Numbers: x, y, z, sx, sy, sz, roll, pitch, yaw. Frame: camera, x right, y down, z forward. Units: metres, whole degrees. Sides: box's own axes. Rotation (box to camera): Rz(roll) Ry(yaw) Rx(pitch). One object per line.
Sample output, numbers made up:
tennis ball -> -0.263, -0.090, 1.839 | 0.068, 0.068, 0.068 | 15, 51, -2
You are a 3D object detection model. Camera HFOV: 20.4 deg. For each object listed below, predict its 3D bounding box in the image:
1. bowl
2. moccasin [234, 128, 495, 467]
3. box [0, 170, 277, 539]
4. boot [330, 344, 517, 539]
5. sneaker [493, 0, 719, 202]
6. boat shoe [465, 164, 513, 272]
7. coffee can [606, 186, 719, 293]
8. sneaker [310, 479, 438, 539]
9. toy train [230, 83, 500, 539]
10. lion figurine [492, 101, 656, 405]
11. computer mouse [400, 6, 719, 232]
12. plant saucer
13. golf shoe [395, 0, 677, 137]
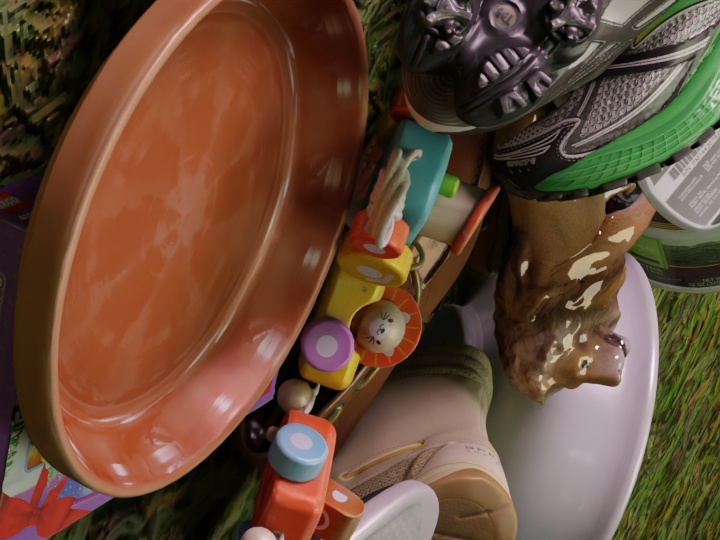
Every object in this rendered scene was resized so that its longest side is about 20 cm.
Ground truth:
bowl -> 0.079, 0.076, 1.098 | 0.201, 0.090, 0.202 | -165, -90, -74
moccasin -> -0.001, -0.001, 0.923 | 0.202, 0.073, 0.078 | -56, 168, 2
box -> -0.087, 0.016, 0.779 | 0.200, 0.039, 0.138 | -29, 137, -57
boot -> -0.017, 0.121, 0.985 | 0.199, 0.073, 0.156 | -33, -158, 15
sneaker -> 0.124, -0.106, 0.804 | 0.200, 0.085, 0.078 | -45, -167, -3
boat shoe -> 0.082, -0.097, 1.004 | 0.072, 0.068, 0.201 | -1, 113, -64
coffee can -> 0.186, -0.087, 1.146 | 0.147, 0.146, 0.200 | -61, 158, -11
sneaker -> -0.062, 0.143, 0.871 | 0.200, 0.099, 0.071 | -41, 139, -16
toy train -> 0.006, 0.028, 0.809 | 0.151, 0.055, 0.201 | -80, -169, -58
lion figurine -> 0.095, -0.038, 0.945 | 0.122, 0.072, 0.201 | -41, 131, -24
computer mouse -> 0.109, -0.089, 0.864 | 0.110, 0.044, 0.200 | -49, 126, -4
plant saucer -> -0.060, -0.018, 0.712 | 0.200, 0.032, 0.201 | -49, 152, -38
golf shoe -> 0.089, -0.121, 0.741 | 0.200, 0.078, 0.095 | -36, 175, -13
